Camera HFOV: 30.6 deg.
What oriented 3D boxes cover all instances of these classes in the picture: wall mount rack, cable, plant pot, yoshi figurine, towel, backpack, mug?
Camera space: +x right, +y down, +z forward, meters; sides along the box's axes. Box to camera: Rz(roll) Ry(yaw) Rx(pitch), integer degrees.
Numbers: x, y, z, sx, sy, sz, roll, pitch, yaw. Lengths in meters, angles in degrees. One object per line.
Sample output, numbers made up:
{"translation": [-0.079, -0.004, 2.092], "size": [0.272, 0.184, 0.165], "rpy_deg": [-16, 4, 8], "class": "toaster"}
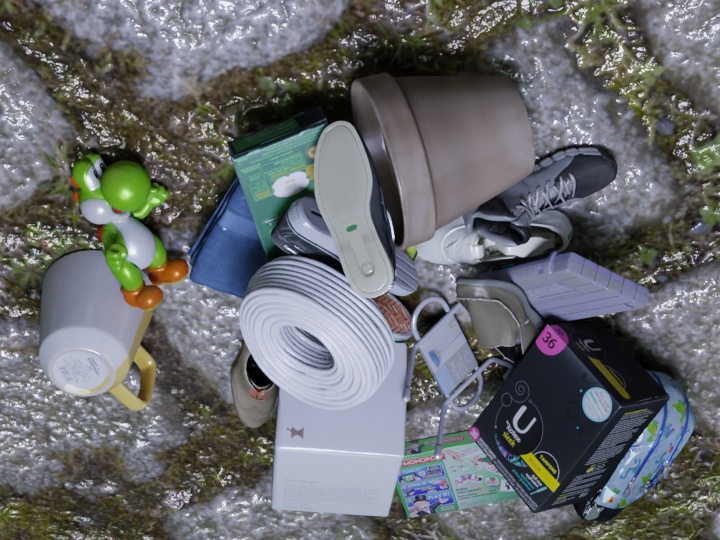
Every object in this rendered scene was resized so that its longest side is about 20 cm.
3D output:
{"translation": [0.116, 0.139, 1.734], "size": [0.174, 0.074, 0.201], "rpy_deg": [-43, 127, -19], "class": "wall mount rack"}
{"translation": [-0.056, 0.076, 1.558], "size": [0.200, 0.069, 0.200], "rpy_deg": [48, 143, -16], "class": "cable"}
{"translation": [0.099, -0.141, 1.500], "size": [0.172, 0.200, 0.201], "rpy_deg": [-15, 129, -8], "class": "plant pot"}
{"translation": [-0.277, -0.055, 1.610], "size": [0.111, 0.112, 0.201], "rpy_deg": [-27, 118, -3], "class": "yoshi figurine"}
{"translation": [-0.129, -0.055, 1.640], "size": [0.111, 0.049, 0.200], "rpy_deg": [21, 123, -22], "class": "towel"}
{"translation": [0.362, 0.223, 1.805], "size": [0.153, 0.164, 0.201], "rpy_deg": [5, 123, -15], "class": "backpack"}
{"translation": [-0.328, 0.085, 1.687], "size": [0.186, 0.154, 0.150], "rpy_deg": [23, 125, -18], "class": "mug"}

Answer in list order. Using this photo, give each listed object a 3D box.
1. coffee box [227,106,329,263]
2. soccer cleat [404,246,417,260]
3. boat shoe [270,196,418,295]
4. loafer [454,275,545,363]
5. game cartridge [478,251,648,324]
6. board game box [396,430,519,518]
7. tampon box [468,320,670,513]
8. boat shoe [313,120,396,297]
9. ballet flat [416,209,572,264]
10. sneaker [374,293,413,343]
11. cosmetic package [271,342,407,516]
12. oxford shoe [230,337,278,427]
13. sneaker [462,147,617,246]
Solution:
{"translation": [-0.073, -0.083, 1.559], "size": [0.122, 0.044, 0.201], "rpy_deg": [-22, 128, -4], "class": "coffee box"}
{"translation": [0.000, 0.000, 1.635], "size": [0.084, 0.065, 0.200], "rpy_deg": [41, 88, -10], "class": "soccer cleat"}
{"translation": [-0.019, -0.022, 1.560], "size": [0.199, 0.072, 0.071], "rpy_deg": [32, 133, -29], "class": "boat shoe"}
{"translation": [0.177, 0.064, 1.664], "size": [0.075, 0.070, 0.200], "rpy_deg": [4, 159, 36], "class": "loafer"}
{"translation": [0.246, 0.022, 1.641], "size": [0.129, 0.039, 0.200], "rpy_deg": [28, 160, -22], "class": "game cartridge"}
{"translation": [0.148, 0.294, 1.931], "size": [0.199, 0.029, 0.135], "rpy_deg": [-12, 127, 9], "class": "board game box"}
{"translation": [0.270, 0.189, 1.717], "size": [0.126, 0.150, 0.201], "rpy_deg": [-2, 132, -47], "class": "tampon box"}
{"translation": [-0.003, -0.069, 1.491], "size": [0.071, 0.068, 0.201], "rpy_deg": [-15, 89, 19], "class": "boat shoe"}
{"translation": [0.166, -0.038, 1.641], "size": [0.198, 0.070, 0.070], "rpy_deg": [-6, 128, 5], "class": "ballet flat"}
{"translation": [-0.029, 0.054, 1.721], "size": [0.199, 0.072, 0.080], "rpy_deg": [23, 137, -16], "class": "sneaker"}
{"translation": [-0.031, 0.209, 1.744], "size": [0.165, 0.168, 0.200], "rpy_deg": [5, 148, -3], "class": "cosmetic package"}
{"translation": [-0.143, 0.149, 1.787], "size": [0.070, 0.075, 0.201], "rpy_deg": [5, 128, -3], "class": "oxford shoe"}
{"translation": [0.216, -0.076, 1.580], "size": [0.199, 0.116, 0.075], "rpy_deg": [-13, 128, 11], "class": "sneaker"}
